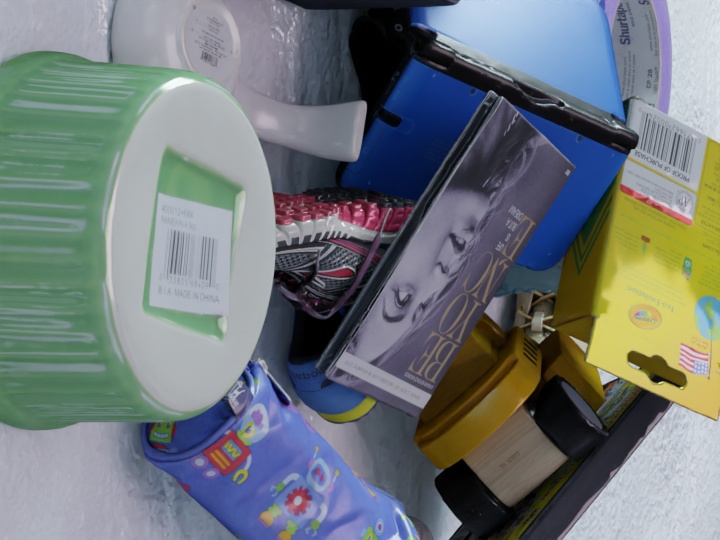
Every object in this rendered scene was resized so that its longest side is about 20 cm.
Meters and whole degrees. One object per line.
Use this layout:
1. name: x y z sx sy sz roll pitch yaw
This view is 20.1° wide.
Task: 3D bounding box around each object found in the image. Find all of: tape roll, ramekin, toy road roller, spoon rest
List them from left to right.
1. ramekin: -0.125 -0.014 1.053 0.200 0.097 0.201 -11 103 -63
2. spoon rest: -0.079 -0.113 1.201 0.200 0.060 0.100 28 66 -47
3. toy road roller: 0.089 0.086 1.470 0.146 0.123 0.200 48 11 -5
4. tape roll: 0.190 -0.170 1.692 0.200 0.085 0.201 -16 108 -63

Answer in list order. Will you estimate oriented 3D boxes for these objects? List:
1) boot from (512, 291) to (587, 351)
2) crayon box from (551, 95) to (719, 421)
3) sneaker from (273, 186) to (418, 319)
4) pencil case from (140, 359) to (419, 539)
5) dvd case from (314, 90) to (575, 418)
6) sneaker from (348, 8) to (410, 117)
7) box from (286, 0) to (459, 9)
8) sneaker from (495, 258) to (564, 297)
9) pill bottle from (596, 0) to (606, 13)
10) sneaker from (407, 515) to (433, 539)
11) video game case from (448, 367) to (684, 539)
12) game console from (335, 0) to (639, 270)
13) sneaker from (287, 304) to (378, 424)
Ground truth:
1. boot: 0.148 0.029 1.645 0.200 0.073 0.156 69 36 -47
2. crayon box: 0.207 -0.004 1.426 0.127 0.051 0.201 25 66 -26
3. sneaker: -0.036 -0.007 1.225 0.200 0.080 0.075 -3 103 -46
4. pencil case: -0.042 0.129 1.203 0.087 0.078 0.200 -49 124 -10
5. dvd case: 0.058 -0.005 1.289 0.200 0.016 0.149 -57 153 1
6. sneaker: 0.035 -0.170 1.390 0.083 0.072 0.201 22 64 -45
7. box: -0.022 -0.272 1.213 0.197 0.117 0.201 10 82 -64
8. sneaker: 0.118 -0.012 1.525 0.200 0.082 0.074 29 27 -29
9. pill bottle: 0.129 -0.160 1.528 0.120 0.119 0.201 -55 142 -47
10. sneaker: -0.005 0.178 1.342 0.200 0.074 0.082 -4 98 -63
11. video game case: 0.145 0.151 1.497 0.026 0.181 0.200 46 64 -4
12. game console: 0.079 -0.119 1.374 0.200 0.118 0.171 20 110 -35
13. sneaker: 0.000 0.000 1.347 0.079 0.066 0.201 55 45 -46
